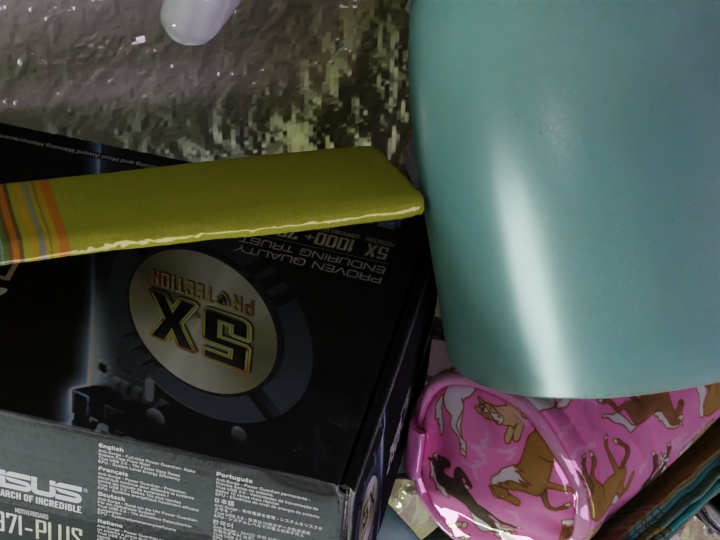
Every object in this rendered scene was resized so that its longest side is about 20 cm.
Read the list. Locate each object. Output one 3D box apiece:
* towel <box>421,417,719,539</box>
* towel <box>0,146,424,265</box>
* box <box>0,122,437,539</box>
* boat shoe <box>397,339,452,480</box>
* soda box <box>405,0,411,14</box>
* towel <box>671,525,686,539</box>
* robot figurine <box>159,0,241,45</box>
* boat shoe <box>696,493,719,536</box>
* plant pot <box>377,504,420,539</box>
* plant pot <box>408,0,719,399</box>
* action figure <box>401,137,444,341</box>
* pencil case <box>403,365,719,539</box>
[{"bbox_3d":[0.107,0.083,0.986,0.200,0.146,0.022,-35,101,-36],"label":"towel"},{"bbox_3d":[-0.082,-0.018,0.861,0.198,0.086,0.018,-7,108,-10],"label":"towel"},{"bbox_3d":[-0.082,0.039,0.903,0.198,0.164,0.087,12,129,8],"label":"box"},{"bbox_3d":[0.055,0.078,1.083,0.071,0.068,0.200,-14,163,26],"label":"boat shoe"},{"bbox_3d":[0.087,-0.163,0.941,0.063,0.068,0.201,0,129,-29],"label":"soda box"},{"bbox_3d":[0.077,0.154,1.065,0.030,0.146,0.201,37,78,-7],"label":"towel"},{"bbox_3d":[-0.039,-0.178,0.822,0.168,0.113,0.201,23,121,-2],"label":"robot figurine"},{"bbox_3d":[0.179,0.099,1.196,0.071,0.071,0.200,-15,160,4],"label":"boat shoe"},{"bbox_3d":[-0.045,0.141,1.075,0.134,0.200,0.201,-44,138,-8],"label":"plant pot"},{"bbox_3d":[0.105,-0.070,0.849,0.199,0.201,0.162,-20,107,-11],"label":"plant pot"},{"bbox_3d":[0.000,0.000,1.028,0.200,0.070,0.130,-39,157,33],"label":"action figure"},{"bbox_3d":[0.099,0.035,0.950,0.086,0.083,0.200,-20,-167,44],"label":"pencil case"}]
